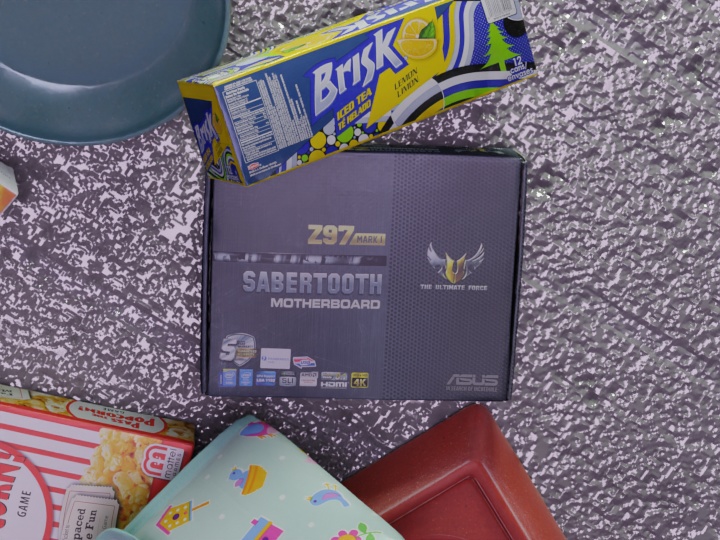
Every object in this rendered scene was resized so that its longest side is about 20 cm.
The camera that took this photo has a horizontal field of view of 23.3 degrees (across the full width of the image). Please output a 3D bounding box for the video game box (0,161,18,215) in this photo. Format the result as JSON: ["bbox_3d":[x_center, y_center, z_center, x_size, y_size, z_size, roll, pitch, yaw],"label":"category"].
[{"bbox_3d":[-0.335,-0.028,1.029,0.182,0.047,0.200,36,101,-30],"label":"video game box"}]

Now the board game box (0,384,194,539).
[{"bbox_3d":[-0.219,0.153,1.111,0.199,0.046,0.152,12,102,-8],"label":"board game box"}]

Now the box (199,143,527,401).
[{"bbox_3d":[0.000,0.000,1.094,0.199,0.051,0.159,2,102,-6],"label":"box"}]

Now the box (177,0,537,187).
[{"bbox_3d":[0.000,-0.114,1.029,0.199,0.070,0.065,-22,105,-20],"label":"box"}]

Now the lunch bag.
[{"bbox_3d":[-0.076,0.211,1.038,0.200,0.170,0.122,-39,136,-16],"label":"lunch bag"}]

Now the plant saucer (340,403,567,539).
[{"bbox_3d":[0.046,0.222,1.159,0.199,0.037,0.200,-31,104,3],"label":"plant saucer"}]

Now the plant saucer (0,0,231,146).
[{"bbox_3d":[-0.173,-0.165,1.017,0.199,0.036,0.201,1,127,1],"label":"plant saucer"}]
